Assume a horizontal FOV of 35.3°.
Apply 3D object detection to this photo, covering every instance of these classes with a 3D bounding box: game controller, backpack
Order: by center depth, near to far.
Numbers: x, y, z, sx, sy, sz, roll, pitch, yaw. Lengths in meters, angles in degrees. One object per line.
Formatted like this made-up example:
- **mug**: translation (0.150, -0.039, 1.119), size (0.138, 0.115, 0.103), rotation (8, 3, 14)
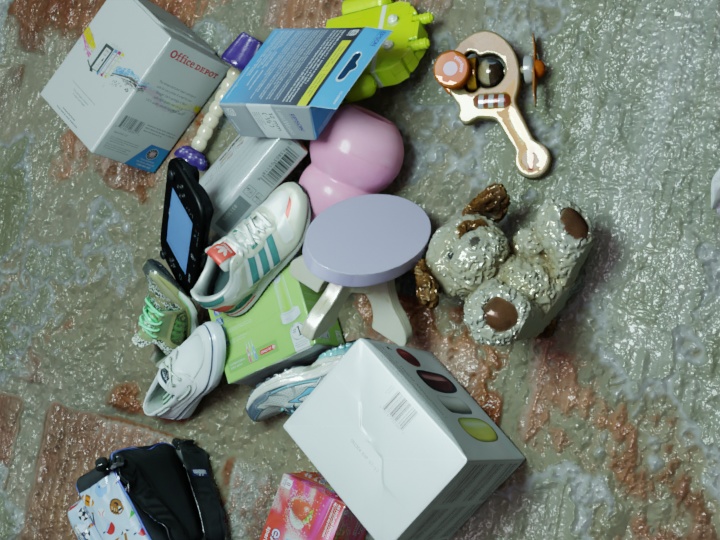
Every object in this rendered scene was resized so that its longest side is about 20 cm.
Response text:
- **game controller**: translation (-0.227, -0.052, 1.461), size (0.201, 0.042, 0.105), rotation (108, 145, -52)
- **backpack**: translation (-0.277, 0.337, 1.493), size (0.154, 0.200, 0.191), rotation (-43, 72, 20)

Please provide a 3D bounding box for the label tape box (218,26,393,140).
- **label tape box**: translation (-0.059, -0.233, 1.406), size (0.199, 0.066, 0.144), rotation (10, 56, 38)

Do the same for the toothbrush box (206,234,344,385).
- **toothbrush box**: translation (-0.124, 0.035, 1.509), size (0.145, 0.086, 0.201), rotation (-26, 72, 23)

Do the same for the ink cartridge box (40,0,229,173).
- **ink cartridge box**: translation (-0.322, -0.273, 1.624), size (0.145, 0.147, 0.200), rotation (45, 103, 25)

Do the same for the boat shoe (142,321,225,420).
- **boat shoe**: translation (-0.238, 0.144, 1.512), size (0.074, 0.066, 0.201), rotation (61, 140, 32)

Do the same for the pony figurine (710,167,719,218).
- **pony figurine**: translation (0.446, -0.148, 1.202), size (0.165, 0.193, 0.202), rotation (-8, 60, 23)

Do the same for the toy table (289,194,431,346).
- **toy table**: translation (0.000, 0.000, 1.381), size (0.184, 0.199, 0.118), rotation (40, 131, 29)

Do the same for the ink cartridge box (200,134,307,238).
- **ink cartridge box**: translation (-0.151, -0.137, 1.529), size (0.050, 0.200, 0.162), rotation (39, 99, -19)

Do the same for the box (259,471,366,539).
- **box**: translation (-0.070, 0.364, 1.425), size (0.099, 0.095, 0.202), rotation (22, 92, 27)

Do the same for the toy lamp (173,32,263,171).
- **toy lamp**: translation (-0.199, -0.242, 1.608), size (0.058, 0.058, 0.201), rotation (34, 97, 27)

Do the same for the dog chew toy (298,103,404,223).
- **dog chew toy**: translation (-0.024, -0.111, 1.466), size (0.124, 0.124, 0.201), rotation (32, 105, 27)

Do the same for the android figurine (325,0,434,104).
- **android figurine**: translation (0.005, -0.293, 1.490), size (0.198, 0.041, 0.183), rotation (-8, 54, 29)

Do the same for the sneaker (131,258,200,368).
- **sneaker**: translation (-0.266, 0.069, 1.509), size (0.088, 0.201, 0.077), rotation (-35, 53, -19)

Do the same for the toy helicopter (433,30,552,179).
- **toy helicopter**: translation (0.187, -0.209, 1.406), size (0.132, 0.079, 0.201), rotation (-29, 81, 11)

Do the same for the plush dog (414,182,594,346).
- **plush dog**: translation (0.158, -0.001, 1.329), size (0.171, 0.161, 0.200), rotation (34, 73, 22)

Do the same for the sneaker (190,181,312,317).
- **sneaker**: translation (-0.140, -0.027, 1.424), size (0.070, 0.093, 0.200), rotation (44, 106, 27)

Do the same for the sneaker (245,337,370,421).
- **sneaker**: translation (-0.061, 0.163, 1.464), size (0.199, 0.077, 0.087), rotation (-28, 74, 21)

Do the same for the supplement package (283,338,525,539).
- **supplement package**: translation (0.056, 0.202, 1.327), size (0.147, 0.200, 0.191), rotation (-48, 65, 12)
